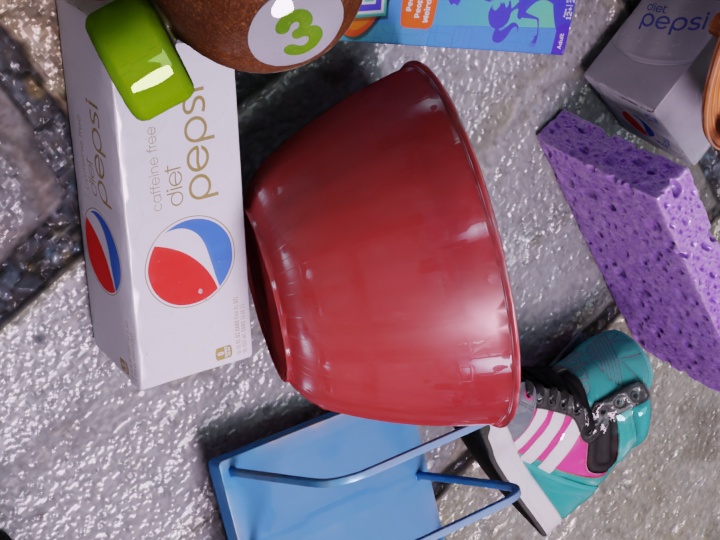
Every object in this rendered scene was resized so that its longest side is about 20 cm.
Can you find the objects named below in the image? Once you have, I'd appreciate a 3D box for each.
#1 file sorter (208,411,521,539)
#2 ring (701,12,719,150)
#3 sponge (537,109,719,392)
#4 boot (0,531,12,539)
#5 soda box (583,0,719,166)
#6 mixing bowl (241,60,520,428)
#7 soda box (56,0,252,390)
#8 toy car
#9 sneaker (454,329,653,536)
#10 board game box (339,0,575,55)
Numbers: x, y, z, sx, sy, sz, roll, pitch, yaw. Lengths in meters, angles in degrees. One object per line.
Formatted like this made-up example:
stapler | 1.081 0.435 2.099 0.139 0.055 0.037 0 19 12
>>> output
file sorter | 0.024 0.184 1.009 0.139 0.123 0.200 -19 100 -33
ring | 0.242 -0.160 0.996 0.200 0.019 0.201 -43 151 -30
sponge | 0.185 -0.004 1.097 0.030 0.112 0.200 -43 130 -13
boot | -0.165 0.246 0.957 0.070 0.132 0.200 -32 127 -20
soda box | 0.228 -0.167 1.076 0.200 0.063 0.068 -52 137 -3
mixing bowl | 0.000 0.000 0.931 0.108 0.200 0.200 -15 122 -10
soda box | -0.103 -0.045 0.903 0.068 0.064 0.200 -17 120 -27
toy car | -0.055 -0.159 0.721 0.164 0.200 0.158 -28 95 -1
sneaker | 0.119 0.073 1.104 0.121 0.084 0.200 -40 137 -7
board game box | 0.037 -0.196 0.940 0.200 0.045 0.152 -2 113 -34
